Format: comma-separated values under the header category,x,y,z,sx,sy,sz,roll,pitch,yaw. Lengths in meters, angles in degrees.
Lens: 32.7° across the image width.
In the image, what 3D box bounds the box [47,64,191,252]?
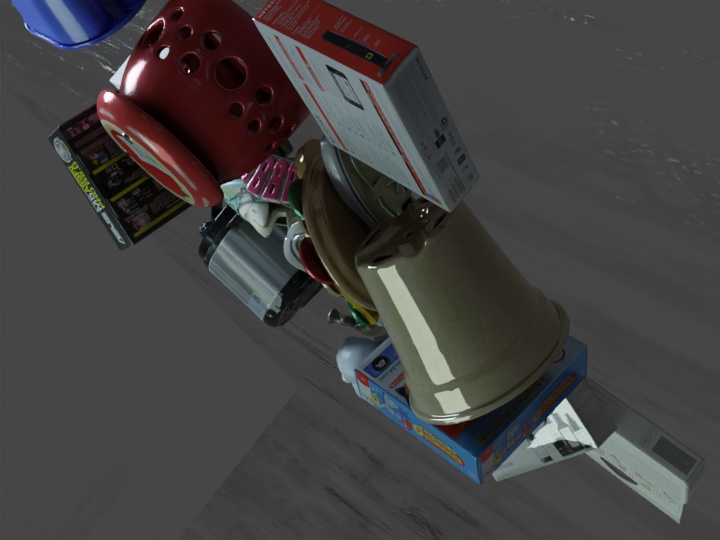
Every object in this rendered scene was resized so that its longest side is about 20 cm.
category,x,y,z,sx,sy,sz,roll,pitch,yaw
box,-0.246,-0.143,1.463,0.161,0.199,0.044,57,149,-10

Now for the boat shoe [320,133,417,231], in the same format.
category,x,y,z,sx,sy,sz,roll,pitch,yaw
boat shoe,0.030,-0.082,1.387,0.061,0.072,0.201,-24,116,30

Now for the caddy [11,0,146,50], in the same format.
category,x,y,z,sx,sy,sz,roll,pitch,yaw
caddy,-0.322,-0.326,1.404,0.199,0.142,0.105,30,161,44

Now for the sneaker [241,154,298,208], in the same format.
category,x,y,z,sx,sy,sz,roll,pitch,yaw
sneaker,-0.049,-0.100,1.546,0.197,0.075,0.087,19,-170,22

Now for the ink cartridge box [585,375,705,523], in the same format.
category,x,y,z,sx,sy,sz,roll,pitch,yaw
ink cartridge box,0.337,0.221,1.551,0.199,0.045,0.177,36,167,25

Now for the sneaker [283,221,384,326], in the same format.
category,x,y,z,sx,sy,sz,roll,pitch,yaw
sneaker,0.000,0.000,1.531,0.199,0.077,0.080,37,-166,16

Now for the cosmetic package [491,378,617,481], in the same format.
category,x,y,z,sx,sy,sz,roll,pitch,yaw
cosmetic package,0.219,0.198,1.525,0.083,0.050,0.199,57,142,0

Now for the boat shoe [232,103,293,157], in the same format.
category,x,y,z,sx,sy,sz,roll,pitch,yaw
boat shoe,-0.156,-0.192,1.550,0.072,0.068,0.201,31,165,48

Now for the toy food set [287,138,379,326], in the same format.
category,x,y,z,sx,sy,sz,roll,pitch,yaw
toy food set,-0.012,-0.044,1.403,0.048,0.200,0.200,-24,125,29

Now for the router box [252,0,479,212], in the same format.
category,x,y,z,sx,sy,sz,roll,pitch,yaw
router box,0.008,-0.161,1.161,0.179,0.049,0.200,33,167,35

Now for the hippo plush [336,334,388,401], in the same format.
category,x,y,z,sx,sy,sz,roll,pitch,yaw
hippo plush,0.028,0.099,1.778,0.159,0.161,0.200,42,177,32

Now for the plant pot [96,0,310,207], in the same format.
category,x,y,z,sx,sy,sz,roll,pitch,yaw
plant pot,-0.176,-0.184,1.366,0.199,0.183,0.201,37,171,7

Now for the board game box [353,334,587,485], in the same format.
category,x,y,z,sx,sy,sz,roll,pitch,yaw
board game box,0.129,0.118,1.436,0.195,0.199,0.056,33,151,33

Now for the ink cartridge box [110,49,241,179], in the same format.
category,x,y,z,sx,sy,sz,roll,pitch,yaw
ink cartridge box,-0.228,-0.212,1.677,0.200,0.086,0.147,46,168,-34

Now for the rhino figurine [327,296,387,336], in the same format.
category,x,y,z,sx,sy,sz,roll,pitch,yaw
rhino figurine,0.029,0.030,1.625,0.086,0.061,0.200,19,-155,12

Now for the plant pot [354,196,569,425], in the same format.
category,x,y,z,sx,sy,sz,roll,pitch,yaw
plant pot,0.093,0.027,1.308,0.185,0.200,0.200,56,164,-20

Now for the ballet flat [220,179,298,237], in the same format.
category,x,y,z,sx,sy,sz,roll,pitch,yaw
ballet flat,-0.100,-0.073,1.625,0.197,0.075,0.074,8,161,13

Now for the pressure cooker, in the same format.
category,x,y,z,sx,sy,sz,roll,pitch,yaw
pressure cooker,-0.138,-0.042,1.774,0.200,0.177,0.178,41,-162,7
